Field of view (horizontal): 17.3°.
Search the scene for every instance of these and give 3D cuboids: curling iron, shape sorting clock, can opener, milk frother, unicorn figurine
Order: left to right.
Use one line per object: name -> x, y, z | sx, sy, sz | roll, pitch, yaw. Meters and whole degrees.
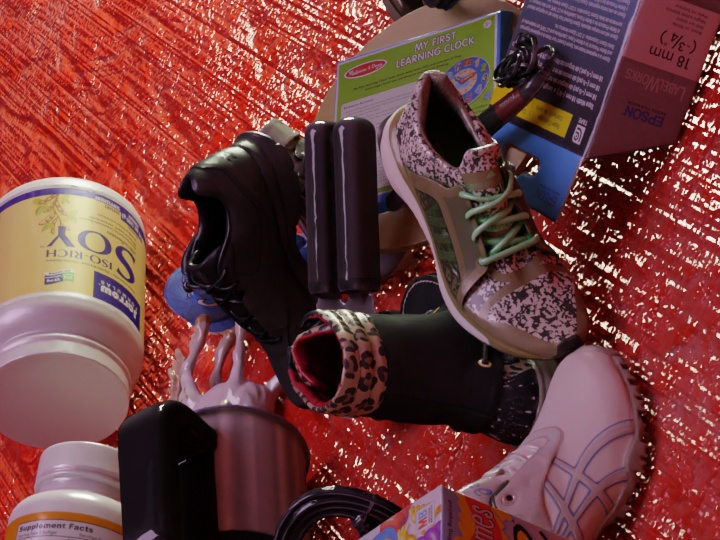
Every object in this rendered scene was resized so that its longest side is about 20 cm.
unicorn figurine -> -0.099, 0.096, 1.759 | 0.200, 0.074, 0.138 | 137, 149, -68
milk frother -> -0.052, 0.168, 1.556 | 0.199, 0.181, 0.189 | -12, 44, 5
can opener -> 0.000, 0.000, 1.578 | 0.053, 0.067, 0.201 | -4, 87, 41
shape sorting clock -> 0.047, -0.101, 1.628 | 0.199, 0.039, 0.201 | -18, 57, 30
curling iron -> 0.069, -0.087, 1.509 | 0.200, 0.025, 0.050 | -48, 18, 50

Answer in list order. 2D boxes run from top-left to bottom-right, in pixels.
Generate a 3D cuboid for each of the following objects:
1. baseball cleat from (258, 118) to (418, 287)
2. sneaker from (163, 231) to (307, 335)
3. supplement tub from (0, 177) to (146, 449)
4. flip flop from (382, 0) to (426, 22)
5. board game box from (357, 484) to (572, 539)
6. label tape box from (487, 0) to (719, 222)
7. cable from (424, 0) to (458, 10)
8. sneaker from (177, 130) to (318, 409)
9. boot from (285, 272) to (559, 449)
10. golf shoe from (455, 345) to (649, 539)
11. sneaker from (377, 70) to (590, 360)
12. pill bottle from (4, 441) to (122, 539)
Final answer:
baseball cleat -> -0.034, -0.051, 1.703 | 0.070, 0.106, 0.200 | -54, 29, -1
sneaker -> -0.103, -0.005, 1.814 | 0.200, 0.089, 0.079 | -18, 52, 57
supplement tub -> -0.254, 0.036, 2.001 | 0.145, 0.145, 0.201 | -46, 33, 35
flip flop -> 0.030, -0.239, 1.794 | 0.201, 0.081, 0.058 | -101, 28, -42
board game box -> 0.088, 0.200, 1.158 | 0.103, 0.199, 0.105 | -39, 37, 43
label tape box -> 0.150, -0.132, 1.471 | 0.144, 0.063, 0.201 | 36, 108, 63
cable -> 0.088, -0.211, 1.568 | 0.200, 0.050, 0.098 | 119, 152, -65
sneaker -> -0.076, 0.008, 1.668 | 0.076, 0.091, 0.201 | -11, 101, 51
boot -> 0.025, 0.043, 1.455 | 0.204, 0.153, 0.074 | 49, 125, 60
golf shoe -> 0.100, 0.123, 1.320 | 0.078, 0.097, 0.201 | -31, 41, 52
sneaker -> 0.071, -0.036, 1.403 | 0.200, 0.077, 0.089 | 57, 165, 23
pill bottle -> -0.222, 0.238, 1.810 | 0.111, 0.111, 0.201 | -34, 40, 47
